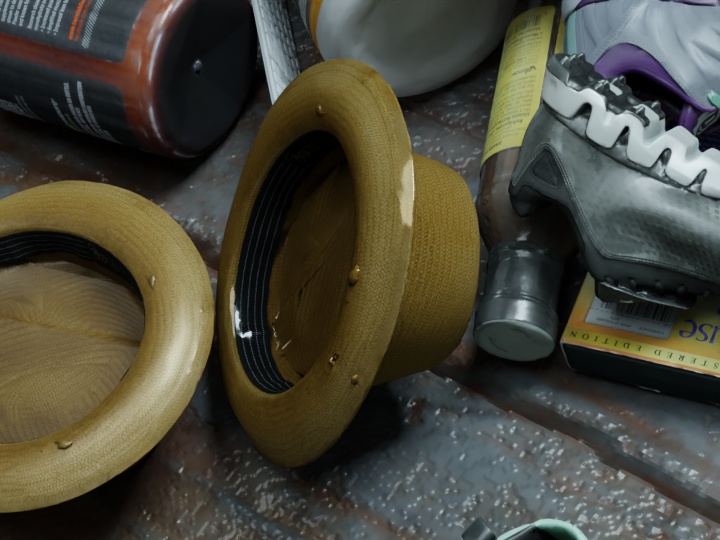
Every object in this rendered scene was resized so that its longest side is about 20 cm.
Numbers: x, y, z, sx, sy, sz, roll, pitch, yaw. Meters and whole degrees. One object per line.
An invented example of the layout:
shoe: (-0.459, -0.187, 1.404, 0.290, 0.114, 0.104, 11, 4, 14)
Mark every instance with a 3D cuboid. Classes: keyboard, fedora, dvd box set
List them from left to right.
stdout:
fedora: (-0.156, 0.050, 0.986, 0.200, 0.082, 0.201, -10, 55, 15)
keyboard: (-0.047, -0.129, 1.080, 0.011, 0.056, 0.200, -19, 54, 8)
fedora: (0.000, 0.000, 0.923, 0.082, 0.201, 0.201, 7, 50, -26)
dvd box set: (0.198, -0.026, 0.942, 0.146, 0.029, 0.200, 12, 62, 25)

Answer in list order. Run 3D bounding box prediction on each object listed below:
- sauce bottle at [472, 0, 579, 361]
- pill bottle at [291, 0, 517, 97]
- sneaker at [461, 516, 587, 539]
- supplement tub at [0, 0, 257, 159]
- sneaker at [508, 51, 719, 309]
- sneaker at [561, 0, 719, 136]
sauce bottle: (0.090, -0.051, 0.976, 0.065, 0.065, 0.200, 2, 59, 21)
pill bottle: (0.000, -0.199, 1.073, 0.116, 0.116, 0.200, -27, 54, 1)
sneaker: (0.035, 0.188, 0.806, 0.074, 0.118, 0.201, 30, 73, 31)
supplement tub: (-0.164, -0.135, 1.095, 0.200, 0.107, 0.107, 18, 66, 27)
sneaker: (0.152, -0.013, 0.892, 0.200, 0.066, 0.091, 35, 110, 14)
sneaker: (0.193, -0.098, 0.935, 0.199, 0.074, 0.088, 3, 72, 19)
